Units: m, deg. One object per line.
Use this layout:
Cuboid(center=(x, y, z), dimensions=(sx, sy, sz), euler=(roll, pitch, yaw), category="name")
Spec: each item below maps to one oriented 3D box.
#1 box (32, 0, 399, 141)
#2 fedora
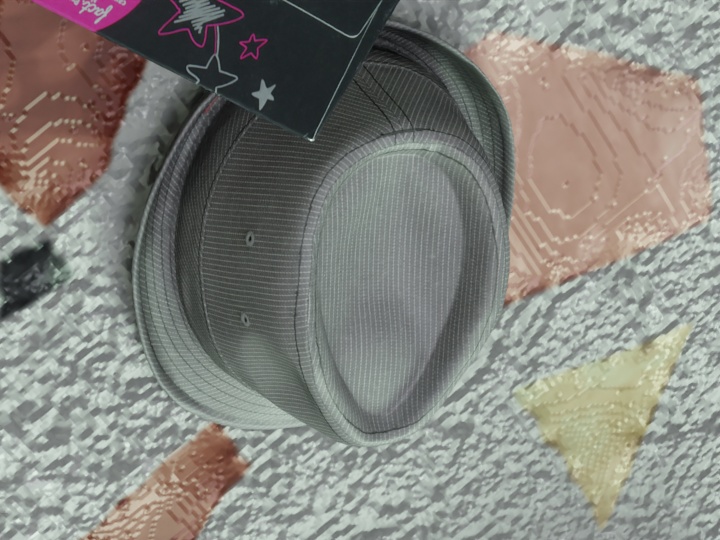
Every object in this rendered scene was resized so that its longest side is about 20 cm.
Cuboid(center=(-0.079, -0.157, 0.796), dimensions=(0.199, 0.115, 0.133), euler=(25, 102, -36), category="box")
Cuboid(center=(0.000, 0.000, 0.937), dimensions=(0.176, 0.090, 0.201), euler=(-2, 117, -26), category="fedora")
